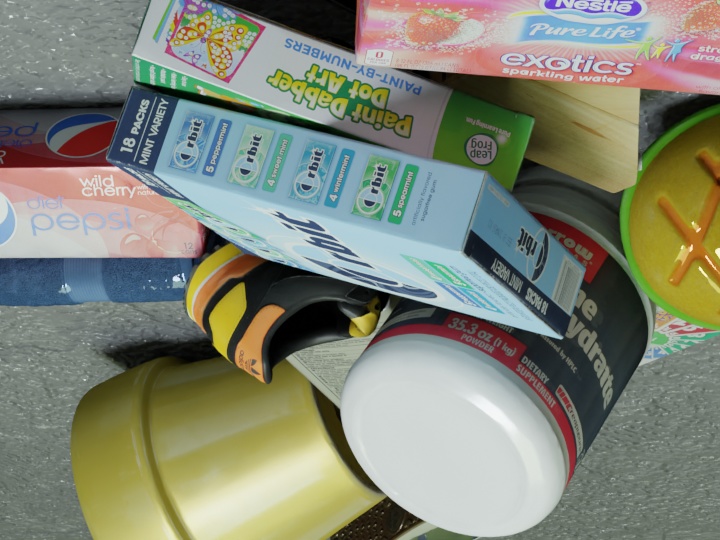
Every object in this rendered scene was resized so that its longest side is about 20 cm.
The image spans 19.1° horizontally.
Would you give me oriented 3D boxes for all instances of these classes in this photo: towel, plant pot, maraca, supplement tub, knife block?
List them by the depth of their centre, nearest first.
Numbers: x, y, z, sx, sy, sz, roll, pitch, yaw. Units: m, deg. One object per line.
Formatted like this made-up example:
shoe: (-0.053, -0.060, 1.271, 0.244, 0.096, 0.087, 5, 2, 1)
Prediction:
knife block: (0.061, -0.110, 1.124, 0.175, 0.064, 0.200, 0, 157, 7)
maraca: (0.248, -0.034, 1.220, 0.199, 0.138, 0.107, -9, -163, 4)
supplement tub: (0.089, 0.044, 1.256, 0.140, 0.200, 0.141, 19, 136, 19)
towel: (-0.163, -0.011, 1.325, 0.199, 0.112, 0.049, -2, 113, 15)
plant pot: (-0.084, 0.141, 1.594, 0.188, 0.202, 0.201, -26, 148, 20)

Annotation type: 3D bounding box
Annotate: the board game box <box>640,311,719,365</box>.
board game box: (0.173, 0.044, 1.529, 0.095, 0.030, 0.200, 18, 155, -31)

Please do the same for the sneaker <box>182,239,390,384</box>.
sneaker: (0.000, 0.000, 1.252, 0.199, 0.090, 0.070, -28, 145, -17)

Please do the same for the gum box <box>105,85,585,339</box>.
gum box: (-0.004, -0.028, 1.091, 0.199, 0.045, 0.170, 14, 171, 26)

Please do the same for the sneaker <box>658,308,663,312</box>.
sneaker: (0.233, -0.001, 1.349, 0.199, 0.075, 0.100, 4, 158, -6)

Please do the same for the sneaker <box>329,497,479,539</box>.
sneaker: (0.061, 0.233, 1.926, 0.090, 0.067, 0.200, 22, 148, -28)

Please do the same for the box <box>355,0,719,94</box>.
box: (0.101, -0.150, 0.983, 0.199, 0.095, 0.103, 5, 156, -6)

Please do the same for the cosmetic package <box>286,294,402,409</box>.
cosmetic package: (0.007, 0.025, 1.418, 0.103, 0.088, 0.200, -4, 158, 18)

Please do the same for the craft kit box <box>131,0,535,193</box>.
craft kit box: (-0.021, -0.076, 1.117, 0.197, 0.049, 0.200, 17, 172, -2)

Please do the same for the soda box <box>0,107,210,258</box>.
soda box: (-0.187, -0.051, 1.257, 0.199, 0.064, 0.070, 0, 127, 7)
